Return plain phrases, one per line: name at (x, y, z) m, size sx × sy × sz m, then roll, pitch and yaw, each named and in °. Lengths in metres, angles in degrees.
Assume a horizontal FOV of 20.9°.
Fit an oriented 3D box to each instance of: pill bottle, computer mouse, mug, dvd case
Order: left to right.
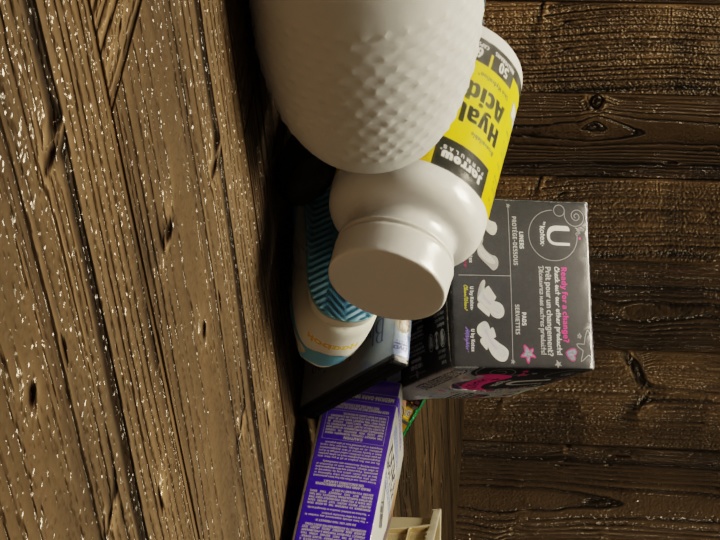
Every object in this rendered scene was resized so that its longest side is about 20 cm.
computer mouse at (-0.007, -0.111, 1.406) m, size 0.200 × 0.034 × 0.059 m, roll -57°, pitch 157°, yaw -44°
dvd case at (0.000, 0.000, 1.475) m, size 0.143 × 0.018 × 0.201 m, roll -33°, pitch -134°, yaw 53°
mug at (0.012, -0.171, 1.245) m, size 0.176 × 0.147 × 0.200 m, roll 88°, pitch 17°, yaw -48°
pill bottle at (0.041, -0.070, 1.347) m, size 0.111 × 0.111 × 0.200 m, roll 83°, pitch 20°, yaw -56°

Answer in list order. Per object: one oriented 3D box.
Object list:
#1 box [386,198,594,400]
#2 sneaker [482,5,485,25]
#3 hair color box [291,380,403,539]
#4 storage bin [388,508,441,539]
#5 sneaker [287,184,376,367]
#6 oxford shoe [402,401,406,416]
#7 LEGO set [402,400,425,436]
box at (0.094, 0.027, 1.495) m, size 0.200 × 0.114 × 0.133 m, roll 143°, pitch -54°, yaw -74°
sneaker at (0.040, -0.265, 1.450) m, size 0.140 × 0.078 × 0.201 m, roll -19°, pitch 96°, yaw -44°
hair color box at (-0.011, 0.192, 1.489) m, size 0.109 × 0.065 × 0.200 m, roll 87°, pitch 14°, yaw -54°
storage bin at (0.019, 0.336, 1.745) m, size 0.199 × 0.093 × 0.201 m, roll -59°, pitch 150°, yaw -78°
sneaker at (-0.021, -0.024, 1.426) m, size 0.081 × 0.076 × 0.200 m, roll 114°, pitch -14°, yaw -49°
oxford shoe at (0.000, 0.146, 1.638) m, size 0.200 × 0.071 × 0.074 m, roll 78°, pitch 20°, yaw -63°
LEGO set at (0.034, 0.039, 1.736) m, size 0.200 × 0.116 × 0.154 m, roll -64°, pitch 174°, yaw 32°
